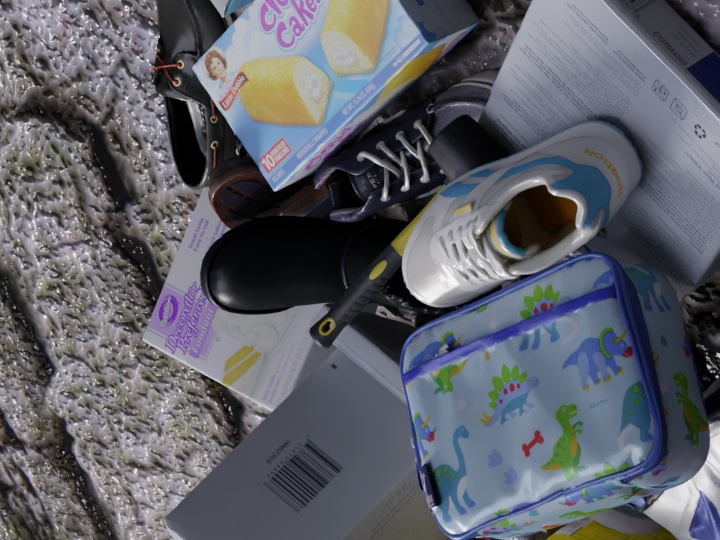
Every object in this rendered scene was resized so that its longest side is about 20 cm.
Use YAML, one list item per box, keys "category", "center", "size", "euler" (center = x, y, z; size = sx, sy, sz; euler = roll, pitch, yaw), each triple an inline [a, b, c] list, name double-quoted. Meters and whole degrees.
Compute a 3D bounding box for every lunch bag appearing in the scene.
- category: "lunch bag"
  center: [0.122, 0.083, 1.565]
  size: [0.199, 0.082, 0.162]
  euler: [-23, 69, 36]

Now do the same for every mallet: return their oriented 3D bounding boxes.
- category: "mallet"
  center: [0.038, -0.013, 1.643]
  size: [0.066, 0.041, 0.200]
  euler: [41, 113, 15]

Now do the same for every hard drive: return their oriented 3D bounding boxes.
- category: "hard drive"
  center: [0.068, 0.097, 1.814]
  size: [0.200, 0.132, 0.027]
  euler: [39, 102, 32]

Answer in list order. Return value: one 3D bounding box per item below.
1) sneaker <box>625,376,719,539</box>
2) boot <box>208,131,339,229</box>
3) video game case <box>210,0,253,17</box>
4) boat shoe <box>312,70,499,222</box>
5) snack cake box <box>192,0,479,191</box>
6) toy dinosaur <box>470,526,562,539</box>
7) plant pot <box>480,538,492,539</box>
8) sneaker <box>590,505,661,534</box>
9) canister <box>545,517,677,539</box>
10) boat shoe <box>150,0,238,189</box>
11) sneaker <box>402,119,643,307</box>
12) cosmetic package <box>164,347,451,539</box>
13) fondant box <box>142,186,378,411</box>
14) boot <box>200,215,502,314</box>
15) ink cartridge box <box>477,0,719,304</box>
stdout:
- category: "sneaker"
  center: [0.259, 0.136, 1.596]
  size: [0.115, 0.081, 0.199]
  euler: [43, 144, 0]
- category: "boot"
  center: [-0.081, -0.087, 1.827]
  size: [0.097, 0.075, 0.200]
  euler: [60, -163, 14]
- category: "video game case"
  center: [-0.060, -0.286, 1.559]
  size: [0.182, 0.200, 0.045]
  euler: [53, 154, 11]
- category: "boat shoe"
  center: [0.044, -0.080, 1.699]
  size: [0.075, 0.093, 0.200]
  euler: [60, 150, -2]
- category: "snack cake box"
  center: [-0.021, -0.161, 1.695]
  size: [0.115, 0.067, 0.200]
  euler: [54, 133, 7]
- category: "toy dinosaur"
  center: [0.134, 0.218, 1.875]
  size: [0.088, 0.047, 0.200]
  euler: [-35, 87, 35]
- category: "plant pot"
  center: [0.050, 0.322, 1.995]
  size: [0.200, 0.200, 0.179]
  euler: [39, 162, 31]
- category: "sneaker"
  center: [0.172, 0.105, 1.695]
  size: [0.200, 0.118, 0.074]
  euler: [34, -171, -28]
- category: "canister"
  center: [0.152, 0.261, 1.740]
  size: [0.148, 0.200, 0.087]
  euler: [20, 134, 49]
- category: "boat shoe"
  center: [-0.136, -0.160, 1.945]
  size: [0.074, 0.063, 0.202]
  euler: [28, 137, 47]
- category: "sneaker"
  center: [0.090, -0.028, 1.546]
  size: [0.077, 0.081, 0.200]
  euler: [50, 133, -6]
- category: "cosmetic package"
  center: [-0.028, 0.205, 1.858]
  size: [0.123, 0.199, 0.200]
  euler: [37, 160, 25]
- category: "fondant box"
  center: [-0.079, 0.028, 1.953]
  size: [0.200, 0.058, 0.145]
  euler: [24, 92, 47]
- category: "boot"
  center: [0.000, 0.001, 1.750]
  size: [0.162, 0.197, 0.074]
  euler: [-162, 68, -63]
- category: "ink cartridge box"
  center: [0.175, -0.089, 1.538]
  size: [0.196, 0.043, 0.200]
  euler: [48, 151, 15]
